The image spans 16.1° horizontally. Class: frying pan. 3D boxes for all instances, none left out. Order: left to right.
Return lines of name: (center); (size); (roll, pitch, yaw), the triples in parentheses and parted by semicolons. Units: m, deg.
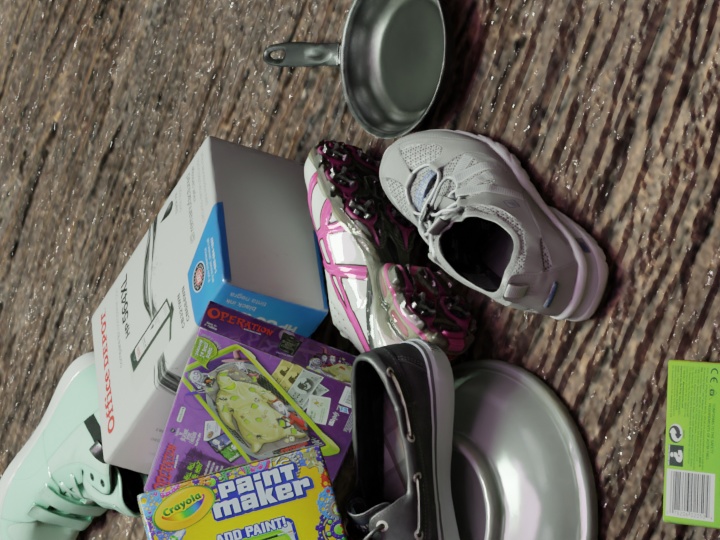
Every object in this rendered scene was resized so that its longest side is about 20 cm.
frying pan: (0.004, -0.132, 1.716); (0.190, 0.031, 0.115); (-30, 65, 49)

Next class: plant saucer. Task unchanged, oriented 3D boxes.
plant saucer: (0.065, 0.156, 1.611); (0.200, 0.050, 0.200); (-4, 85, 51)

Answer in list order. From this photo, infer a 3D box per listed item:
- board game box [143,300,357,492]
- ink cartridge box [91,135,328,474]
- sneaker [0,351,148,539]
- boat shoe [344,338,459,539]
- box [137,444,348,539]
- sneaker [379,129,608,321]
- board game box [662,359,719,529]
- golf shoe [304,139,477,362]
board game box: (-0.068, 0.106, 1.684); (0.200, 0.120, 0.032); (113, 173, -51)
ink cartridge box: (-0.108, 0.031, 1.769); (0.200, 0.084, 0.146); (-54, 32, 36)
sneaker: (-0.213, 0.174, 1.923); (0.118, 0.074, 0.201); (48, 121, 48)
boat shoe: (0.020, 0.143, 1.570); (0.070, 0.066, 0.200); (8, 97, 51)
box: (-0.053, 0.243, 1.616); (0.200, 0.122, 0.193); (83, 170, -68)
sneaker: (0.068, -0.036, 1.592); (0.200, 0.082, 0.075); (36, 115, 45)
board game box: (0.248, 0.102, 1.410); (0.200, 0.030, 0.096); (2, 90, 53)
golf shoe: (0.000, 0.000, 1.673); (0.092, 0.073, 0.200); (-51, 47, 32)
